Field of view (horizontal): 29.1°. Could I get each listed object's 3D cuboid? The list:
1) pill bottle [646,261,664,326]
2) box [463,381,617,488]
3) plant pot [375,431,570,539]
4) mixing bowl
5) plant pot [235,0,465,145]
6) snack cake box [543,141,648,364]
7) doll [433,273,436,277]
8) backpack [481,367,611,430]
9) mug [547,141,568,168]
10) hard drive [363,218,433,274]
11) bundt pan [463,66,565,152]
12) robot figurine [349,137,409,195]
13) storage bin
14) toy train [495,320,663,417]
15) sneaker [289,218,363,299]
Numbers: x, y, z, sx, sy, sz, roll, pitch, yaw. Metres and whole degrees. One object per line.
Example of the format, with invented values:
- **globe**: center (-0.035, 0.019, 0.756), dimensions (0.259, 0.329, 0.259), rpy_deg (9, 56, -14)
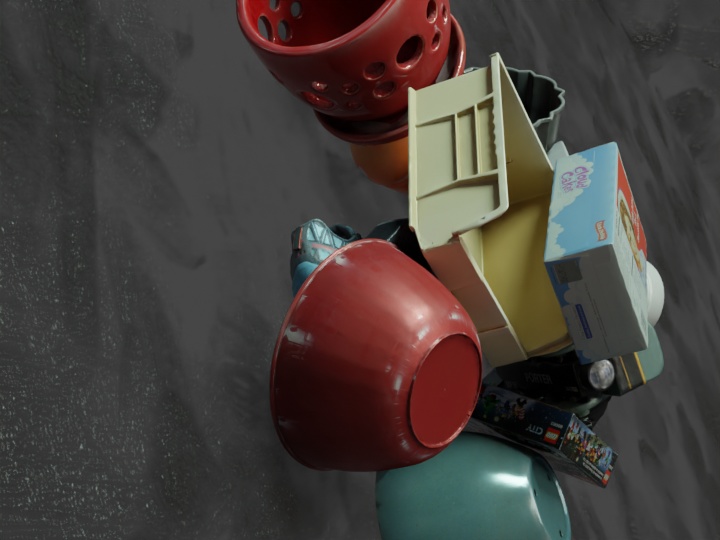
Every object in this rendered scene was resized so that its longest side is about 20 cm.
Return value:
- **pill bottle**: center (0.239, 0.018, 1.531), dimensions (0.198, 0.114, 0.116), rpy_deg (12, 57, -42)
- **box**: center (0.140, 0.148, 1.365), dimensions (0.136, 0.198, 0.038), rpy_deg (41, 71, -53)
- **plant pot**: center (0.120, 0.237, 1.307), dimensions (0.200, 0.133, 0.202), rpy_deg (50, 28, -40)
- **mixing bowl**: center (0.031, 0.084, 1.146), dimensions (0.199, 0.107, 0.203), rpy_deg (-22, 119, -45)
- **plant pot**: center (0.001, -0.243, 1.385), dimensions (0.183, 0.198, 0.203), rpy_deg (47, 30, -53)
- **snack cake box**: center (0.224, -0.020, 1.306), dimensions (0.201, 0.066, 0.116), rpy_deg (-71, 141, -58)
- **doll**: center (0.090, -0.040, 1.394), dimensions (0.137, 0.048, 0.202), rpy_deg (56, 27, -47)
- **backpack**: center (0.209, 0.146, 1.580), dimensions (0.155, 0.162, 0.200), rpy_deg (61, 12, 22)
- **mug**: center (0.209, -0.051, 1.721), dimensions (0.150, 0.151, 0.188), rpy_deg (63, 11, -48)
- **hard drive**: center (0.022, 0.064, 1.246), dimensions (0.135, 0.042, 0.202), rpy_deg (-46, 134, -29)
- **bundt pan**: center (0.153, -0.176, 1.701), dimensions (0.203, 0.199, 0.077), rpy_deg (-72, 160, -57)
- **robot figurine**: center (0.070, -0.138, 1.519), dimensions (0.198, 0.116, 0.146), rpy_deg (15, 84, -36)
- **storage bin**: center (0.122, -0.049, 1.275), dimensions (0.201, 0.092, 0.201), rpy_deg (56, 27, -46)
- **toy train**: center (0.211, 0.090, 1.377), dimensions (0.200, 0.113, 0.086), rpy_deg (-7, -76, 70)
- **sneaker**: center (0.000, 0.000, 1.317), dimensions (0.199, 0.079, 0.097), rpy_deg (25, 46, -60)
